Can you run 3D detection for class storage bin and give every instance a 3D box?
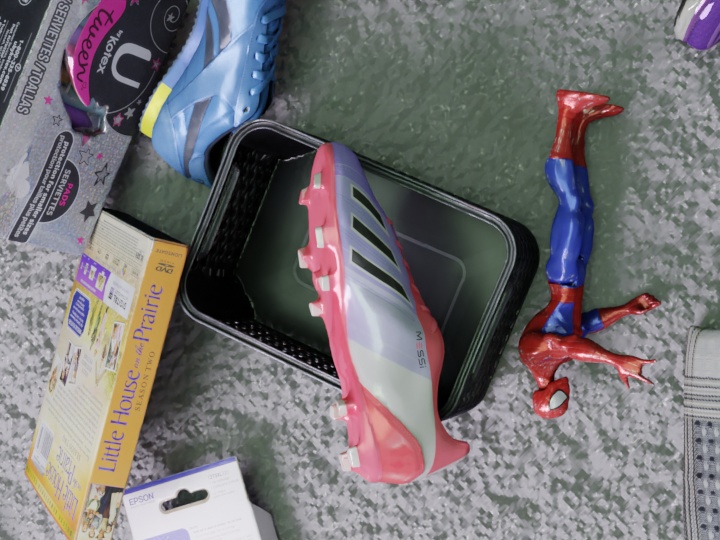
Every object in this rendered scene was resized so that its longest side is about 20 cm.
[{"bbox_3d":[0.000,0.000,0.841,0.199,0.094,0.136,24,95,15],"label":"storage bin"}]

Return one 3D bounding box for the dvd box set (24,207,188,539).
[{"bbox_3d":[-0.174,0.065,0.878,0.029,0.146,0.202,13,93,-27],"label":"dvd box set"}]

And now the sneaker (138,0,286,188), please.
[{"bbox_3d":[-0.075,-0.141,0.859,0.078,0.066,0.201,42,124,13],"label":"sneaker"}]

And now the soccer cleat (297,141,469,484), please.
[{"bbox_3d":[0.012,0.023,0.765,0.076,0.067,0.202,-7,80,-15],"label":"soccer cleat"}]

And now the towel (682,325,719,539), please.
[{"bbox_3d":[0.249,0.129,0.731,0.199,0.034,0.195,0,89,61],"label":"towel"}]

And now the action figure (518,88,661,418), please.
[{"bbox_3d":[0.153,-0.003,0.808,0.098,0.065,0.202,12,92,26],"label":"action figure"}]

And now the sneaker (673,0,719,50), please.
[{"bbox_3d":[0.278,-0.186,0.770,0.199,0.081,0.084,-32,86,13],"label":"sneaker"}]

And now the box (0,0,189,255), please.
[{"bbox_3d":[-0.224,-0.131,0.887,0.132,0.114,0.202,28,98,34],"label":"box"}]

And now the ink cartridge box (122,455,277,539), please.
[{"bbox_3d":[-0.093,0.234,0.895,0.094,0.037,0.202,-18,86,17],"label":"ink cartridge box"}]
